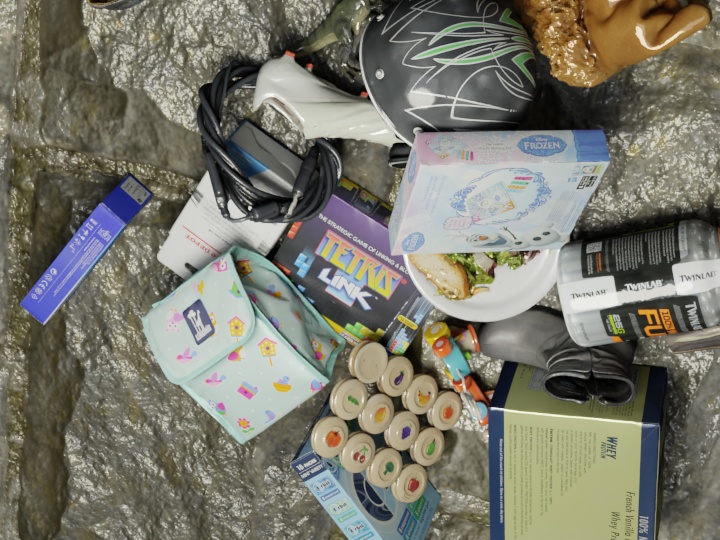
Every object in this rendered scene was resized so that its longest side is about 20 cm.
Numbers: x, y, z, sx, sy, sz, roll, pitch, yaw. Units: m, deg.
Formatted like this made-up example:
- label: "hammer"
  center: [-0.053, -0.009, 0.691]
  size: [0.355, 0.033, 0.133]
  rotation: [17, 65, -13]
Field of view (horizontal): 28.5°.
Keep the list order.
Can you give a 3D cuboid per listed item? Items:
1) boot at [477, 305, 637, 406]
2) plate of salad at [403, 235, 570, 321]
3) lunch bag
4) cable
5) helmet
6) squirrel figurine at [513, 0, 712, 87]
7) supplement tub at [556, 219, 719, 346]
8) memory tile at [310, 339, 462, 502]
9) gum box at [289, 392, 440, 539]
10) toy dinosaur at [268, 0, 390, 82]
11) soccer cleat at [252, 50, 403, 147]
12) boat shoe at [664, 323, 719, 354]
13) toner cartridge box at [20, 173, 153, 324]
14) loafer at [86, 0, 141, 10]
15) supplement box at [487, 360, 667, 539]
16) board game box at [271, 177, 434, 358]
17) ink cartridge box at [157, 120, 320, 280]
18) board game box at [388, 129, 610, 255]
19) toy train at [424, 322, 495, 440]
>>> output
- label: "boot"
  center: [0.224, 0.101, 1.656]
  size: [0.198, 0.132, 0.070]
  rotation: [0, 116, 17]
- label: "plate of salad"
  center: [0.146, -0.038, 1.630]
  size: [0.198, 0.048, 0.202]
  rotation: [-1, 100, -4]
- label: "lunch bag"
  center: [-0.146, 0.083, 1.707]
  size: [0.170, 0.122, 0.200]
  rotation: [-35, 109, 30]
- label: "cable"
  center: [-0.105, -0.153, 1.628]
  size: [0.162, 0.051, 0.202]
  rotation: [-11, 77, -18]
- label: "helmet"
  center: [0.088, -0.205, 1.493]
  size: [0.199, 0.201, 0.191]
  rotation: [35, 162, -2]
- label: "squirrel figurine"
  center: [0.243, -0.301, 1.461]
  size: [0.199, 0.142, 0.188]
  rotation: [-29, 98, 24]
- label: "supplement tub"
  center: [0.328, 0.012, 1.588]
  size: [0.198, 0.123, 0.124]
  rotation: [-11, 111, 21]
- label: "memory tile"
  center: [0.036, 0.185, 1.726]
  size: [0.199, 0.154, 0.017]
  rotation: [34, 170, -37]
- label: "gum box"
  center: [0.010, 0.264, 1.776]
  size: [0.044, 0.170, 0.201]
  rotation: [-32, 102, 28]
- label: "toy dinosaur"
  center: [-0.008, -0.270, 1.603]
  size: [0.199, 0.047, 0.088]
  rotation: [-37, 97, 31]
- label: "soccer cleat"
  center: [-0.029, -0.174, 1.615]
  size: [0.199, 0.069, 0.078]
  rotation: [25, 77, -10]
- label: "boat shoe"
  center: [0.447, 0.071, 1.609]
  size: [0.198, 0.075, 0.074]
  rotation: [-14, 110, 24]
- label: "toner cartridge box"
  center: [-0.345, -0.026, 1.789]
  size: [0.043, 0.095, 0.200]
  rotation: [41, 120, -6]
- label: "loafer"
  center: [-0.230, -0.354, 1.610]
  size: [0.199, 0.072, 0.073]
  rotation: [-34, 101, 27]
- label: "supplement box"
  center: [0.262, 0.226, 1.703]
  size: [0.198, 0.134, 0.202]
  rotation: [4, 116, 15]
- label: "board game box"
  center: [0.000, 0.000, 1.720]
  size: [0.199, 0.057, 0.166]
  rotation: [32, 121, 0]
- label: "ink cartridge box"
  center: [-0.151, -0.066, 1.724]
  size: [0.116, 0.068, 0.200]
  rotation: [36, 121, -2]
- label: "board game box"
  center: [0.140, -0.080, 1.502]
  size: [0.197, 0.044, 0.200]
  rotation: [-3, 155, -10]
- label: "toy train"
  center: [0.133, 0.124, 1.694]
  size: [0.055, 0.200, 0.151]
  rotation: [-32, 80, 0]
